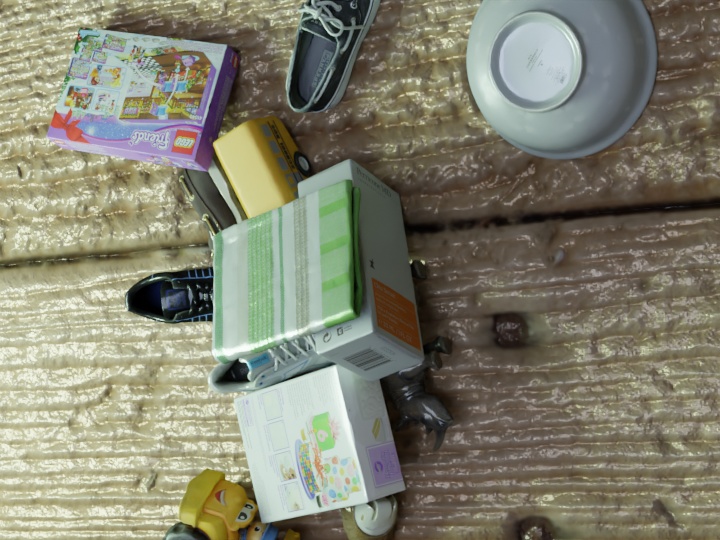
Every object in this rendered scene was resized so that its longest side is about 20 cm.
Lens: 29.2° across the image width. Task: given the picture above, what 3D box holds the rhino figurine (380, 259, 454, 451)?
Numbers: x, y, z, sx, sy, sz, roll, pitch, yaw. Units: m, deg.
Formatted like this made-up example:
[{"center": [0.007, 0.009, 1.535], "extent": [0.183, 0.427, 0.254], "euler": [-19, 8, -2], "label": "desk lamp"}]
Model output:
[{"center": [0.052, 0.097, 1.480], "extent": [0.087, 0.060, 0.201], "euler": [-18, 88, 31], "label": "rhino figurine"}]

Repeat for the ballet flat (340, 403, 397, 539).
[{"center": [0.015, 0.226, 1.515], "extent": [0.067, 0.072, 0.202], "euler": [-3, 97, -20], "label": "ballet flat"}]

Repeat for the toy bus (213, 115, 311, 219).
[{"center": [-0.080, -0.066, 1.503], "extent": [0.065, 0.078, 0.201], "euler": [-27, 88, 27], "label": "toy bus"}]

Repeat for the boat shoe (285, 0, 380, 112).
[{"center": [-0.034, -0.262, 1.449], "extent": [0.073, 0.068, 0.200], "euler": [29, 111, 17], "label": "boat shoe"}]

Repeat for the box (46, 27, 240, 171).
[{"center": [-0.245, -0.194, 1.549], "extent": [0.199, 0.039, 0.138], "euler": [11, 79, 23], "label": "box"}]

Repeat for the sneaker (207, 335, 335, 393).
[{"center": [-0.086, 0.094, 1.534], "extent": [0.199, 0.087, 0.075], "euler": [-30, 85, 25], "label": "sneaker"}]

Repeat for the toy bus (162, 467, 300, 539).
[{"center": [-0.125, 0.347, 1.578], "extent": [0.191, 0.136, 0.201], "euler": [8, 108, 11], "label": "toy bus"}]

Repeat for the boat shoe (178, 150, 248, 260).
[{"center": [-0.140, -0.041, 1.528], "extent": [0.059, 0.072, 0.201], "euler": [-34, 73, 19], "label": "boat shoe"}]

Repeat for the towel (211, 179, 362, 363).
[{"center": [-0.074, 0.005, 1.396], "extent": [0.199, 0.031, 0.150], "euler": [-19, 64, 38], "label": "towel"}]

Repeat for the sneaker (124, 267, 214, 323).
[{"center": [-0.173, 0.031, 1.565], "extent": [0.199, 0.078, 0.071], "euler": [-5, 97, 26], "label": "sneaker"}]

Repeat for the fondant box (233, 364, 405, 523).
[{"center": [-0.048, 0.187, 1.498], "extent": [0.200, 0.058, 0.145], "euler": [-22, 79, 50], "label": "fondant box"}]

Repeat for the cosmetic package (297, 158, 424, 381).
[{"center": [0.000, 0.000, 1.418], "extent": [0.071, 0.101, 0.201], "euler": [-23, 59, 26], "label": "cosmetic package"}]

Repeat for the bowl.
[{"center": [0.182, -0.205, 1.347], "extent": [0.200, 0.090, 0.203], "euler": [5, 102, 25], "label": "bowl"}]
